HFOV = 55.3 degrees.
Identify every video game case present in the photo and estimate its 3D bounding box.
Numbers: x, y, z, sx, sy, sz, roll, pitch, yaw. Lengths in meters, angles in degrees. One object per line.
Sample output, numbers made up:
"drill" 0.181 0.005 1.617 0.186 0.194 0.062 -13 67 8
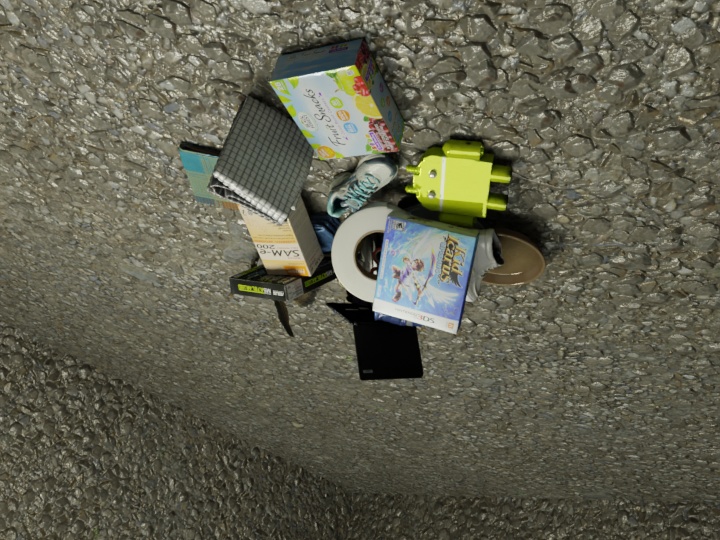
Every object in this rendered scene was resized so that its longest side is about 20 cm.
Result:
"video game case" 0.125 0.004 1.342 0.177 0.045 0.204 14 111 14

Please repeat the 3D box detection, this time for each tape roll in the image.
"tape roll" 0.039 -0.035 1.401 0.198 0.037 0.208 2 110 4

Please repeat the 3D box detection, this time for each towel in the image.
"towel" -0.125 -0.077 1.606 0.196 0.049 0.112 -6 145 33
"towel" -0.180 -0.196 1.267 0.164 0.203 0.085 29 150 -23
"towel" -0.315 -0.200 1.514 0.143 0.022 0.201 13 153 6

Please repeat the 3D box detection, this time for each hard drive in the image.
"hard drive" 0.187 -0.098 1.435 0.138 0.033 0.199 -14 140 41

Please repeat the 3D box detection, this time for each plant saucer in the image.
"plant saucer" 0.288 -0.029 1.440 0.195 0.030 0.201 12 150 7

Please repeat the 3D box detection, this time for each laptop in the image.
"laptop" 0.031 0.155 1.551 0.174 0.106 0.199 4 -164 -33

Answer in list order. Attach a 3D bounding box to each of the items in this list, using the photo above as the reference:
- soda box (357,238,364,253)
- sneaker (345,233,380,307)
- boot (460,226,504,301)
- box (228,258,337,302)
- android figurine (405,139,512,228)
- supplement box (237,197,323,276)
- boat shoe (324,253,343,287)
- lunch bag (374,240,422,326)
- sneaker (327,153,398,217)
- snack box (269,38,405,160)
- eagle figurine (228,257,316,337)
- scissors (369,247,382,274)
"soda box" 0.055 -0.004 1.629 0.197 0.065 0.068 25 150 -18
"sneaker" 0.000 0.000 1.536 0.085 0.076 0.203 4 126 4
"boot" 0.243 -0.007 1.387 0.094 0.075 0.202 2 142 23
"box" -0.176 0.015 1.626 0.190 0.199 0.049 2 109 38
"android figurine" 0.180 -0.163 1.282 0.195 0.041 0.185 9 132 10
"supplement box" -0.175 -0.088 1.516 0.124 0.074 0.203 2 130 29
"boat shoe" -0.021 0.011 1.695 0.195 0.061 0.072 14 154 4
"lunch bag" 0.106 0.016 1.512 0.129 0.205 0.136 6 -166 6
"sneaker" 0.003 -0.160 1.356 0.077 0.088 0.199 32 147 -23
"snack box" -0.035 -0.285 1.180 0.165 0.069 0.201 -1 146 26
"eagle figurine" -0.214 0.054 1.785 0.198 0.153 0.151 33 -173 0
"scissors" 0.116 -0.014 1.431 0.195 0.075 0.014 -2 -171 7
